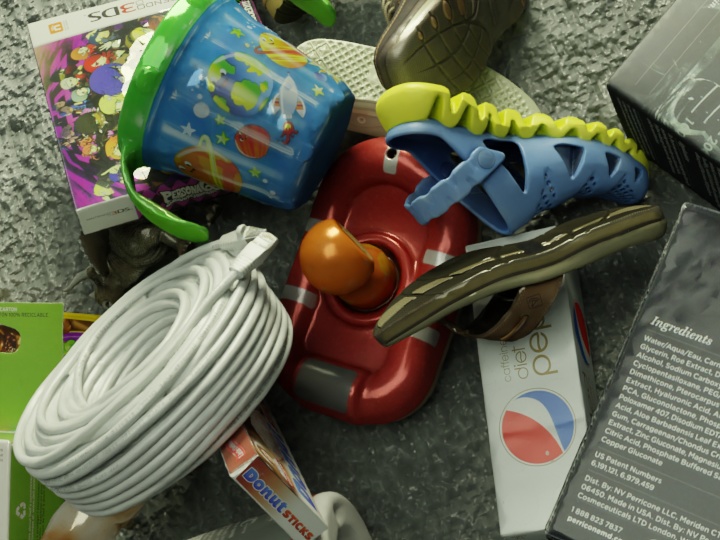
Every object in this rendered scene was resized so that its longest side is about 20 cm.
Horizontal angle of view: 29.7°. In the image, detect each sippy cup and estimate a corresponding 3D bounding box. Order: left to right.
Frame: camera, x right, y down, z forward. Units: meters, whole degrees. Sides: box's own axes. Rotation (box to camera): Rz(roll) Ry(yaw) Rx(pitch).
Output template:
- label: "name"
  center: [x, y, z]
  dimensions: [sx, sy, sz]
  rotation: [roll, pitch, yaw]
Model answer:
- label: "sippy cup"
  center: [-0.079, -0.110, 0.941]
  dimensions: [0.130, 0.140, 0.179]
  rotation: [27, 108, 5]

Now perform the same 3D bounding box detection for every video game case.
- label: "video game case"
  center: [-0.151, -0.136, 1.052]
  dimensions: [0.180, 0.036, 0.201]
  rotation: [-16, 57, -8]

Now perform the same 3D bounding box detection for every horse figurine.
- label: "horse figurine"
  center: [-0.190, 0.184, 0.952]
  dimensions: [0.050, 0.133, 0.200]
  rotation: [41, 70, 5]

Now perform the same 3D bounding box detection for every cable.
- label: "cable"
  center: [-0.137, 0.070, 0.896]
  dimensions: [0.199, 0.069, 0.200]
  rotation: [-15, 35, 48]

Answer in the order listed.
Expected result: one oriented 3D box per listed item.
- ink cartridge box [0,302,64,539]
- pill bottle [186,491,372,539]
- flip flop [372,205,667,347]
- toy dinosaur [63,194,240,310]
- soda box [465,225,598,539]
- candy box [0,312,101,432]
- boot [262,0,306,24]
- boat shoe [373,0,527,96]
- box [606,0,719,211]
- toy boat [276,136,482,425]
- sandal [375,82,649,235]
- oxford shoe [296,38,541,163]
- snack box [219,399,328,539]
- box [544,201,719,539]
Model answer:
- label: "ink cartridge box"
  center: [-0.305, 0.125, 1.030]
  dimensions: [0.147, 0.076, 0.201]
  rotation: [0, 89, 21]
- label: "pill bottle"
  center: [-0.089, 0.232, 0.912]
  dimensions: [0.199, 0.114, 0.114]
  rotation: [-22, 66, 14]
- label: "flip flop"
  center: [0.103, 0.012, 0.865]
  dimensions: [0.199, 0.081, 0.058]
  rotation: [-20, 101, 2]
- label: "toy dinosaur"
  center: [-0.154, -0.054, 1.053]
  dimensions: [0.102, 0.077, 0.201]
  rotation: [26, 88, 13]
- label: "soda box"
  center: [0.120, 0.078, 0.906]
  dimensions: [0.068, 0.064, 0.201]
  rotation: [-12, 68, 17]
- label: "candy box"
  center: [-0.241, 0.084, 1.071]
  dimensions: [0.199, 0.026, 0.103]
  rotation: [3, 78, 23]
- label: "boot"
  center: [-0.063, -0.321, 1.060]
  dimensions: [0.175, 0.066, 0.201]
  rotation: [-37, 78, 17]
- label: "boat shoe"
  center: [0.055, -0.177, 0.974]
  dimensions: [0.073, 0.075, 0.200]
  rotation: [2, 30, 31]
- label: "box"
  center: [0.301, -0.120, 0.866]
  dimensions: [0.196, 0.124, 0.200]
  rotation: [40, 91, 25]
- label: "toy boat"
  center: [0.000, 0.000, 0.941]
  dimensions: [0.130, 0.131, 0.201]
  rotation: [14, 79, 25]
- label: "sandal"
  center: [0.102, -0.064, 0.914]
  dimensions: [0.199, 0.079, 0.088]
  rotation: [8, 78, -15]
- label: "oxford shoe"
  center: [0.041, -0.122, 1.011]
  dimensions: [0.199, 0.058, 0.076]
  rotation: [15, 67, 10]
- label: "snack box"
  center: [-0.074, 0.110, 0.907]
  dimensions: [0.024, 0.072, 0.200]
  rotation: [-40, 24, 0]
- label: "box"
  center: [0.214, 0.096, 0.786]
  dimensions: [0.117, 0.197, 0.201]
  rotation: [20, 81, 25]
